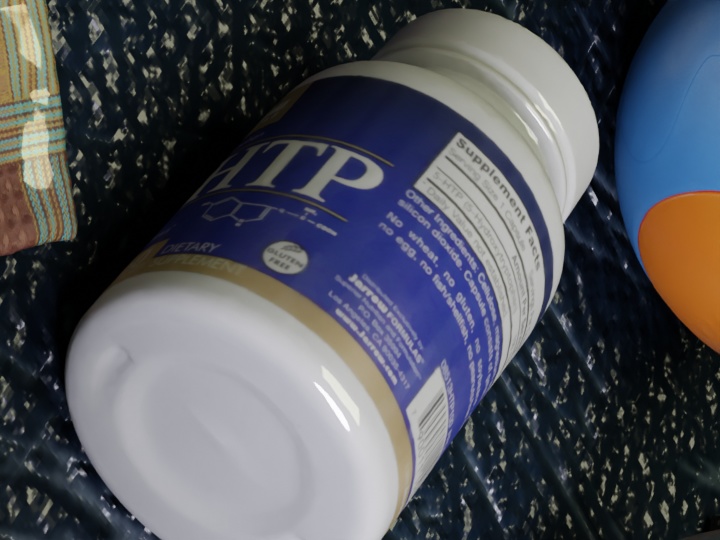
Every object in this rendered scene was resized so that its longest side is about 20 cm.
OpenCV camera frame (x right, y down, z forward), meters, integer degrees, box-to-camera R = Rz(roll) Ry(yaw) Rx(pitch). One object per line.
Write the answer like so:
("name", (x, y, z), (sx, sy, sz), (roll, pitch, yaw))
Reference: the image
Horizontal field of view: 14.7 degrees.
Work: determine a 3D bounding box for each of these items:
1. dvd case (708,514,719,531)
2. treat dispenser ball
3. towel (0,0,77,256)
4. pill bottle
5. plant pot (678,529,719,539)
("dvd case", (0.174, 0.229, 1.239), (0.146, 0.022, 0.201), (43, 53, -43))
("treat dispenser ball", (0.205, -0.049, 1.154), (0.200, 0.200, 0.202), (7, 82, -53))
("towel", (-0.146, -0.096, 0.833), (0.146, 0.022, 0.201), (-19, 103, -52))
("pill bottle", (0.000, 0.000, 0.940), (0.200, 0.119, 0.120), (-51, 126, -43))
("plant pot", (0.125, 0.196, 1.080), (0.200, 0.134, 0.201), (8, 80, -53))
